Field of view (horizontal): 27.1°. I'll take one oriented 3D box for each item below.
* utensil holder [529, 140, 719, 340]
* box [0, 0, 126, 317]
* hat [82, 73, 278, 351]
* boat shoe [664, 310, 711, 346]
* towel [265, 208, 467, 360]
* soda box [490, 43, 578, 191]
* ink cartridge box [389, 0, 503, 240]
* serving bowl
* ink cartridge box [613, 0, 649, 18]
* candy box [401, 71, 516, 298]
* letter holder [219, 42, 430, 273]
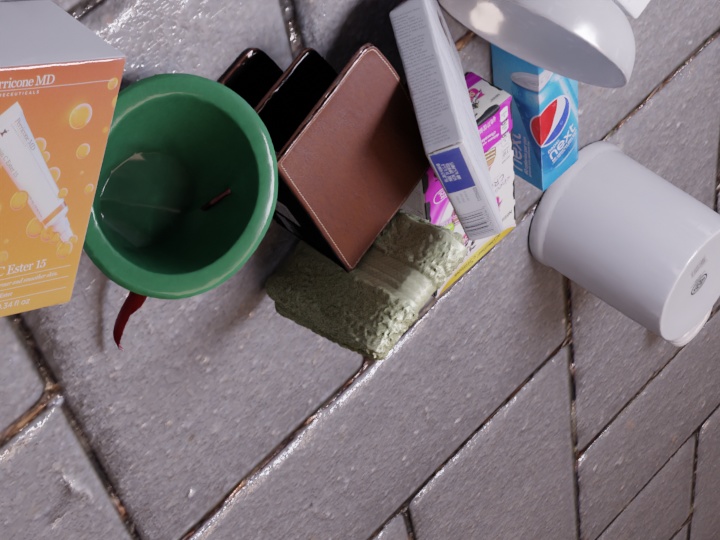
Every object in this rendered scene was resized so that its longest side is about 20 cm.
[{"bbox_3d":[0.331,-0.034,1.799,0.169,0.199,0.171,-35,146,-29],"label":"utensil holder"},{"bbox_3d":[-0.257,-0.074,1.037,0.124,0.097,0.202,-15,131,-47],"label":"box"},{"bbox_3d":[-0.179,-0.057,1.230,0.165,0.176,0.201,41,77,-17],"label":"hat"},{"bbox_3d":[0.489,0.013,2.201,0.069,0.070,0.202,19,96,-57],"label":"boat shoe"},{"bbox_3d":[0.000,0.000,1.383,0.149,0.199,0.036,-51,127,-9],"label":"towel"},{"bbox_3d":[0.185,-0.181,1.579,0.064,0.068,0.201,-41,147,-21],"label":"soda box"},{"bbox_3d":[0.074,-0.154,1.363,0.043,0.202,0.197,-18,155,9],"label":"ink cartridge box"},{"bbox_3d":[0.169,-0.242,1.377,0.066,0.199,0.200,-63,150,-2],"label":"serving bowl"},{"bbox_3d":[0.188,-0.324,1.365,0.084,0.145,0.200,-58,149,4],"label":"ink cartridge box"},{"bbox_3d":[0.096,-0.086,1.556,0.136,0.061,0.201,-41,148,-23],"label":"candy box"},{"bbox_3d":[-0.031,-0.118,1.310,0.143,0.100,0.200,-51,150,-9],"label":"letter holder"}]
